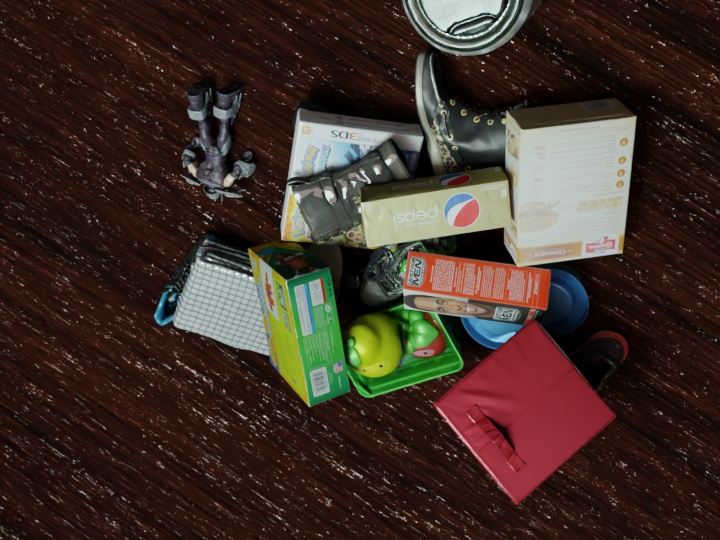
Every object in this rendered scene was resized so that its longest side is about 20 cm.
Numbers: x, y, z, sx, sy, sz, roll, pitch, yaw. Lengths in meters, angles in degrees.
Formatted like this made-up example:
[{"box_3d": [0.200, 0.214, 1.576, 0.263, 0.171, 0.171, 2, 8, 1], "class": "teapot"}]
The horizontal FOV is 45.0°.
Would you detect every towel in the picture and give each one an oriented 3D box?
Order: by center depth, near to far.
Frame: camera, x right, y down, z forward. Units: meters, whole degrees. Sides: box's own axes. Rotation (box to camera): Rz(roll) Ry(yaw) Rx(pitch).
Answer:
[{"box_3d": [-0.202, 0.046, 1.468, 0.198, 0.086, 0.166, 17, 125, -12], "class": "towel"}]

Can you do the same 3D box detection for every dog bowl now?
[{"box_3d": [0.251, 0.049, 1.323, 0.199, 0.050, 0.112, -18, 108, 30], "class": "dog bowl"}]

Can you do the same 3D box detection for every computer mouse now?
[{"box_3d": [0.000, 0.000, 1.376, 0.199, 0.034, 0.059, -19, 82, 56], "class": "computer mouse"}]

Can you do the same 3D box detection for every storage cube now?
[{"box_3d": [0.222, 0.196, 1.217, 0.179, 0.200, 0.171, -40, 80, -3], "class": "storage cube"}]

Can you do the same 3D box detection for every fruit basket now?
[{"box_3d": [0.044, 0.122, 1.359, 0.214, 0.216, 0.156, -21, 107, 30], "class": "fruit basket"}]

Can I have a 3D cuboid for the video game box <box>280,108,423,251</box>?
[{"box_3d": [-0.016, -0.128, 1.276, 0.180, 0.047, 0.201, 6, 124, -8], "class": "video game box"}]

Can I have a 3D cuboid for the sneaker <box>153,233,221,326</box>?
[{"box_3d": [-0.296, 0.023, 1.520, 0.073, 0.082, 0.201, 37, 123, 4], "class": "sneaker"}]

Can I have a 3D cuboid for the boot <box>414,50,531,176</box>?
[{"box_3d": [0.161, -0.215, 1.207, 0.149, 0.073, 0.202, -4, 113, 23], "class": "boot"}]

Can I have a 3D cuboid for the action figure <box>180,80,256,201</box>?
[{"box_3d": [-0.229, -0.197, 1.387, 0.129, 0.070, 0.201, 12, 124, 8], "class": "action figure"}]

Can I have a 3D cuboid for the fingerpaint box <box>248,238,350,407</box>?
[{"box_3d": [-0.091, 0.071, 1.290, 0.167, 0.073, 0.202, 33, 136, 59], "class": "fingerpaint box"}]

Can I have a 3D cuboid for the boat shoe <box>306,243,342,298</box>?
[{"box_3d": [-0.066, 0.030, 1.395, 0.070, 0.063, 0.202, 12, 117, 6], "class": "boat shoe"}]

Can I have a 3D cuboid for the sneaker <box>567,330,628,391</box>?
[{"box_3d": [0.326, 0.173, 1.337, 0.077, 0.082, 0.201, 36, 124, 1], "class": "sneaker"}]

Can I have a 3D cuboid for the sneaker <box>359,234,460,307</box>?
[{"box_3d": [0.064, -0.004, 1.353, 0.078, 0.085, 0.200, 45, 125, -5], "class": "sneaker"}]

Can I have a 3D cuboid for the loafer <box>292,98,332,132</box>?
[{"box_3d": [-0.028, -0.180, 1.311, 0.072, 0.073, 0.200, -30, 121, 12], "class": "loafer"}]

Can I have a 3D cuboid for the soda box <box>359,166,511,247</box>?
[{"box_3d": [0.099, -0.087, 1.175, 0.198, 0.064, 0.068, -8, 115, 2], "class": "soda box"}]

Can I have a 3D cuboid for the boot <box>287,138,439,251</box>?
[{"box_3d": [0.007, -0.082, 1.248, 0.173, 0.069, 0.201, -27, 114, 12], "class": "boot"}]

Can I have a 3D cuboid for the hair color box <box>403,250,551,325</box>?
[{"box_3d": [0.162, 0.028, 1.233, 0.198, 0.062, 0.102, 8, 162, 7], "class": "hair color box"}]

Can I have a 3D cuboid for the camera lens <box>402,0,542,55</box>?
[{"box_3d": [0.146, -0.360, 1.059, 0.158, 0.200, 0.161, 10, 119, 18], "class": "camera lens"}]

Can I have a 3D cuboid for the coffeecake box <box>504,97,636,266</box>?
[{"box_3d": [0.276, -0.116, 1.167, 0.152, 0.073, 0.202, -7, 121, -5], "class": "coffeecake box"}]
